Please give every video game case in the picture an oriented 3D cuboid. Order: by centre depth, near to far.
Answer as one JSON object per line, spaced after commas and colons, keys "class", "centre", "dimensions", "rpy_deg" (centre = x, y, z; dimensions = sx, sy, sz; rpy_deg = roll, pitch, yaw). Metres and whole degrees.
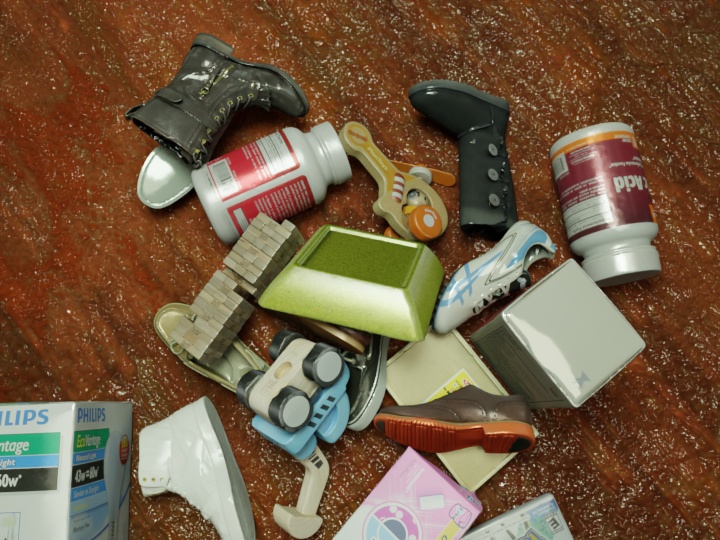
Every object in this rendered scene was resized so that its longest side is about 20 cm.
{"class": "video game case", "centre": [0.192, 0.409, 0.787], "dimensions": [0.199, 0.022, 0.183], "rpy_deg": [-23, 79, -5]}

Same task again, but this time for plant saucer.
{"class": "plant saucer", "centre": [0.000, 0.000, 0.782], "dimensions": [0.198, 0.200, 0.048], "rpy_deg": [12, 117, 10]}

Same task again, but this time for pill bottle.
{"class": "pill bottle", "centre": [0.333, -0.085, 0.848], "dimensions": [0.113, 0.114, 0.202], "rpy_deg": [-8, 78, -2]}
{"class": "pill bottle", "centre": [-0.118, -0.125, 0.856], "dimensions": [0.199, 0.112, 0.113], "rpy_deg": [-25, 79, -6]}

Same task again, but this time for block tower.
{"class": "block tower", "centre": [-0.155, 0.019, 0.797], "dimensions": [0.058, 0.054, 0.200], "rpy_deg": [34, 81, 16]}

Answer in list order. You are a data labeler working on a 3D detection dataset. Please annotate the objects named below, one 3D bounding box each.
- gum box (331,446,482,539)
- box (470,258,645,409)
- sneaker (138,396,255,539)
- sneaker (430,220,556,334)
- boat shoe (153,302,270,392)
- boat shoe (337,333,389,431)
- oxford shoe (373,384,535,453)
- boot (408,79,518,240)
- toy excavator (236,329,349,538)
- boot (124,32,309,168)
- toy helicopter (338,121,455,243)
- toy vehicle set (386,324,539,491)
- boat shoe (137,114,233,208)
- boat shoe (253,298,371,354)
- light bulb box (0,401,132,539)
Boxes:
{"class": "gum box", "centre": [0.049, 0.326, 0.769], "dimensions": [0.113, 0.066, 0.200], "rpy_deg": [38, 80, 23]}
{"class": "box", "centre": [0.228, 0.086, 0.767], "dimensions": [0.109, 0.200, 0.128], "rpy_deg": [-37, 80, -9]}
{"class": "sneaker", "centre": [-0.213, 0.276, 0.794], "dimensions": [0.115, 0.074, 0.201], "rpy_deg": [-24, 69, -4]}
{"class": "sneaker", "centre": [0.173, 0.014, 0.820], "dimensions": [0.200, 0.072, 0.072], "rpy_deg": [-42, 57, -9]}
{"class": "boat shoe", "centre": [-0.192, 0.109, 0.830], "dimensions": [0.200, 0.063, 0.073], "rpy_deg": [39, 80, 7]}
{"class": "boat shoe", "centre": [-0.003, 0.104, 0.821], "dimensions": [0.063, 0.070, 0.201], "rpy_deg": [26, 67, -37]}
{"class": "oxford shoe", "centre": [0.117, 0.185, 0.796], "dimensions": [0.198, 0.071, 0.073], "rpy_deg": [4, 49, 4]}
{"class": "boot", "centre": [0.143, -0.150, 0.868], "dimensions": [0.164, 0.066, 0.202], "rpy_deg": [6, 79, -22]}
{"class": "toy excavator", "centre": [-0.067, 0.205, 0.773], "dimensions": [0.195, 0.100, 0.200], "rpy_deg": [-51, 126, -23]}
{"class": "boot", "centre": [-0.186, -0.208, 0.838], "dimensions": [0.199, 0.069, 0.175], "rpy_deg": [26, 66, -5]}
{"class": "toy helicopter", "centre": [0.050, -0.129, 0.869], "dimensions": [0.200, 0.079, 0.132], "rpy_deg": [48, 55, -7]}
{"class": "toy vehicle set", "centre": [0.125, 0.176, 0.835], "dimensions": [0.124, 0.027, 0.200], "rpy_deg": [-37, 80, -8]}
{"class": "boat shoe", "centre": [-0.246, -0.172, 0.895], "dimensions": [0.076, 0.060, 0.200], "rpy_deg": [40, 77, -17]}
{"class": "boat shoe", "centre": [-0.058, 0.044, 0.802], "dimensions": [0.199, 0.070, 0.071], "rpy_deg": [22, 70, 39]}
{"class": "light bulb box", "centre": [-0.358, 0.255, 0.729], "dimensions": [0.124, 0.198, 0.202], "rpy_deg": [-2, 79, -3]}
